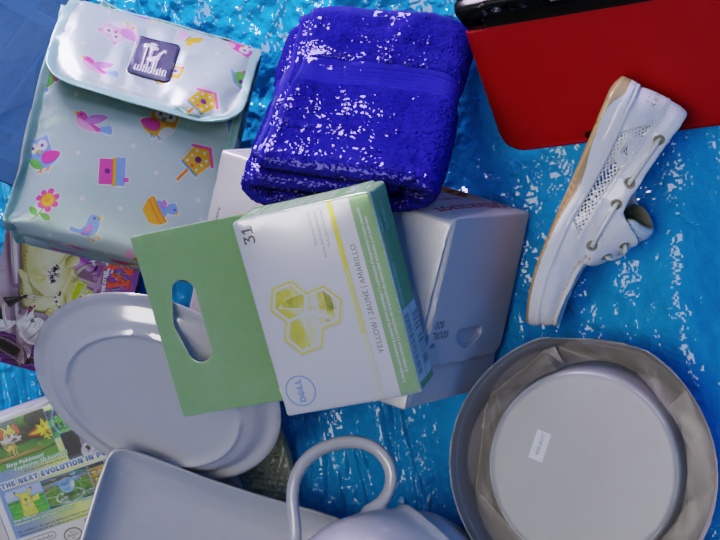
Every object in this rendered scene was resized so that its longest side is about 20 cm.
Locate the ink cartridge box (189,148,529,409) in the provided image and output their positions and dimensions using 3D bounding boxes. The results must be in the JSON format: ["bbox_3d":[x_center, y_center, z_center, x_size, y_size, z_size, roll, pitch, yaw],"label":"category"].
[{"bbox_3d":[0.000,0.000,1.361,0.200,0.147,0.145,19,103,26],"label":"ink cartridge box"}]

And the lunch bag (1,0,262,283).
[{"bbox_3d":[-0.176,-0.105,1.420,0.170,0.122,0.201,14,82,-2],"label":"lunch bag"}]

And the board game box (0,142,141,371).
[{"bbox_3d":[-0.244,-0.004,1.524,0.120,0.032,0.200,13,110,-3],"label":"board game box"}]

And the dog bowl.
[{"bbox_3d":[0.168,0.143,1.320,0.200,0.059,0.201,0,90,22],"label":"dog bowl"}]

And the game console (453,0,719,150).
[{"bbox_3d":[0.183,-0.199,1.317,0.200,0.119,0.173,-6,61,28],"label":"game console"}]

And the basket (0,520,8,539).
[{"bbox_3d":[-0.362,0.257,1.535,0.161,0.198,0.201,-8,91,64],"label":"basket"}]

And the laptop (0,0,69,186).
[{"bbox_3d":[-0.245,-0.109,1.504,0.200,0.116,0.187,50,115,16],"label":"laptop"}]

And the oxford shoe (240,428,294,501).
[{"bbox_3d":[-0.115,0.116,1.490,0.075,0.058,0.200,-33,92,-1],"label":"oxford shoe"}]

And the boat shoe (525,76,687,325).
[{"bbox_3d":[0.178,-0.037,1.303,0.069,0.071,0.200,23,117,6],"label":"boat shoe"}]

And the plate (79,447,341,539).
[{"bbox_3d":[-0.135,0.258,1.427,0.199,0.032,0.200,19,93,-11],"label":"plate"}]

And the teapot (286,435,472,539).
[{"bbox_3d":[0.042,0.244,1.359,0.146,0.200,0.197,-46,44,-11],"label":"teapot"}]

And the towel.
[{"bbox_3d":[0.000,-0.124,1.315,0.147,0.200,0.050,2,133,11],"label":"towel"}]

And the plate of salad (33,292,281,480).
[{"bbox_3d":[-0.154,0.086,1.386,0.199,0.048,0.200,9,133,10],"label":"plate of salad"}]

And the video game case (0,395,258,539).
[{"bbox_3d":[-0.197,0.178,1.465,0.200,0.022,0.183,-19,96,8],"label":"video game case"}]

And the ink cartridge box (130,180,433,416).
[{"bbox_3d":[-0.062,0.028,1.259,0.199,0.048,0.146,-12,101,18],"label":"ink cartridge box"}]
